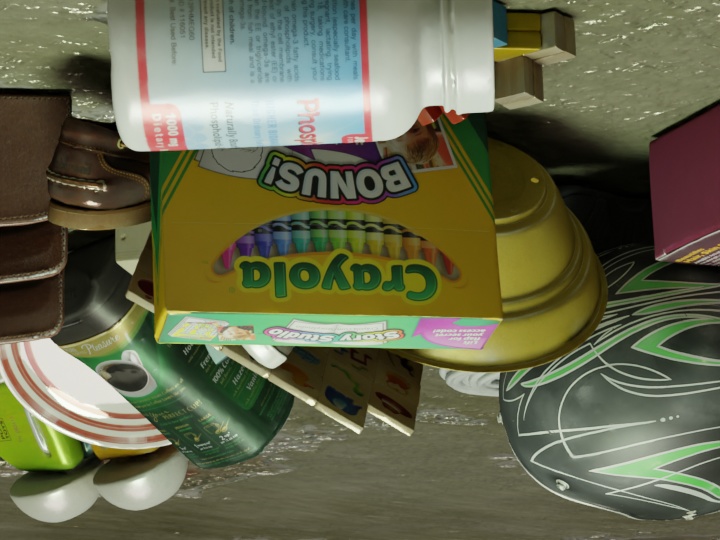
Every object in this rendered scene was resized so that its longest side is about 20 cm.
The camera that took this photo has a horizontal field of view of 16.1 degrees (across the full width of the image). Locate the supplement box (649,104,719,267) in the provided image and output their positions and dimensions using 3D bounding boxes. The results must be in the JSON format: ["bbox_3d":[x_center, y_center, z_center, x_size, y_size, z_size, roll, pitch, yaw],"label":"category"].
[{"bbox_3d":[0.304,-0.051,1.692,0.199,0.086,0.110,6,164,-27],"label":"supplement box"}]

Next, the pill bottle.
[{"bbox_3d":[-0.030,-0.121,1.348,0.199,0.109,0.109,-2,165,2],"label":"pill bottle"}]

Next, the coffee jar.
[{"bbox_3d":[-0.149,0.058,1.909,0.104,0.086,0.200,-16,129,46],"label":"coffee jar"}]

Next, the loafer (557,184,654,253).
[{"bbox_3d":[0.187,-0.022,1.851,0.199,0.072,0.063,18,175,-38],"label":"loafer"}]

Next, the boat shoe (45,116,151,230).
[{"bbox_3d":[-0.125,-0.071,1.588,0.070,0.071,0.200,8,-169,23],"label":"boat shoe"}]

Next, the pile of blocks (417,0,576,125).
[{"bbox_3d":[0.027,-0.118,1.458,0.199,0.063,0.082,-1,165,-3],"label":"pile of blocks"}]

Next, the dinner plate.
[{"bbox_3d":[-0.187,0.057,1.985,0.199,0.024,0.201,1,126,1],"label":"dinner plate"}]

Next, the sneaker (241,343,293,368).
[{"bbox_3d":[-0.043,-0.034,1.555,0.082,0.201,0.077,-22,136,25],"label":"sneaker"}]

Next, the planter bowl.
[{"bbox_3d":[0.070,-0.030,1.662,0.199,0.201,0.084,1,130,-9],"label":"planter bowl"}]

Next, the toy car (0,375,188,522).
[{"bbox_3d":[-0.223,0.104,2.127,0.199,0.176,0.150,-12,-161,31],"label":"toy car"}]

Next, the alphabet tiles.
[{"bbox_3d":[-0.048,0.031,1.600,0.199,0.008,0.167,31,-158,-8],"label":"alphabet tiles"}]

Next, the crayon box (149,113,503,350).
[{"bbox_3d":[-0.023,-0.043,1.502,0.199,0.174,0.058,1,155,-12],"label":"crayon box"}]

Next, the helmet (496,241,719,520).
[{"bbox_3d":[0.198,0.074,1.756,0.190,0.201,0.199,20,155,-40],"label":"helmet"}]

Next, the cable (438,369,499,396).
[{"bbox_3d":[0.162,0.060,2.117,0.199,0.070,0.200,-9,166,24],"label":"cable"}]

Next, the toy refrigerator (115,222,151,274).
[{"bbox_3d":[-0.114,-0.019,1.782,0.070,0.076,0.200,-5,165,13],"label":"toy refrigerator"}]

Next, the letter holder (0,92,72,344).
[{"bbox_3d":[-0.282,-0.030,1.589,0.199,0.143,0.101,1,165,-9],"label":"letter holder"}]

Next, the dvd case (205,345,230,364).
[{"bbox_3d":[0.000,0.000,1.784,0.199,0.022,0.146,-27,174,-31],"label":"dvd case"}]
